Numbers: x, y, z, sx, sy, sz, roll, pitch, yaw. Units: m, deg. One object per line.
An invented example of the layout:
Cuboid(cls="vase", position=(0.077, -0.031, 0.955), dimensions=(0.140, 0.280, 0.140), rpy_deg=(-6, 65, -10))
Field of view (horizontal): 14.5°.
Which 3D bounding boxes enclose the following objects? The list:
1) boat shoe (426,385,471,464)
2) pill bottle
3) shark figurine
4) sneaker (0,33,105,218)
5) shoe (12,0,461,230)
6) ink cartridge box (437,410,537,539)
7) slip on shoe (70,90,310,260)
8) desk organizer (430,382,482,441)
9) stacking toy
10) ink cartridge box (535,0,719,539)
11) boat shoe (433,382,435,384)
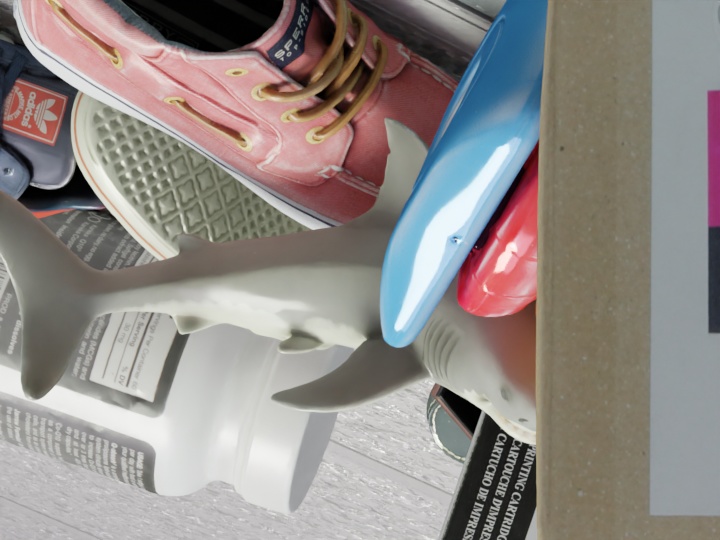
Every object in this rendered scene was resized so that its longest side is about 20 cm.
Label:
Cuboid(cls="boat shoe", position=(0.090, 0.065, 1.222), dimensions=(0.199, 0.062, 0.073), rpy_deg=(-5, 117, 49))
Cuboid(cls="pill bottle", position=(-0.110, 0.038, 1.320), dimensions=(0.199, 0.117, 0.116), rpy_deg=(18, 164, 8))
Cuboid(cls="shark figurine", position=(-0.013, -0.007, 0.934), dimensions=(0.213, 0.090, 0.128), rpy_deg=(9, -160, 17))
Cuboid(cls="sneaker", position=(-0.155, -0.070, 1.105), dimensions=(0.084, 0.075, 0.200), rpy_deg=(14, 173, 25))
Cuboid(cls="shoe", position=(-0.021, -0.065, 0.950), dimensions=(0.199, 0.072, 0.091), rpy_deg=(26, 167, -7))
Cuboid(cls="ink cartridge box", position=(0.086, 0.066, 1.011), dimensions=(0.093, 0.201, 0.044), rpy_deg=(19, 172, 2))
Cuboid(cls="slip on shoe", position=(-0.056, -0.026, 1.134), dimensions=(0.061, 0.074, 0.200), rpy_deg=(12, 168, 36))
Cuboid(cls="desk organizer", position=(0.122, 0.085, 1.071), dimensions=(0.200, 0.077, 0.072), rpy_deg=(49, 155, 14))
Cuboid(cls="stacking toy", position=(0.116, -0.003, 0.846), dimensions=(0.199, 0.110, 0.116), rpy_deg=(28, 132, -2))
Cuboid(cls="ink cartridge box", position=(0.143, 0.000, 0.694), dimensions=(0.199, 0.166, 0.075), rpy_deg=(-1, 162, 7))
Cuboid(cls="boat shoe", position=(0.032, -0.009, 1.108), dimensions=(0.070, 0.071, 0.200), rpy_deg=(45, 175, 15))
